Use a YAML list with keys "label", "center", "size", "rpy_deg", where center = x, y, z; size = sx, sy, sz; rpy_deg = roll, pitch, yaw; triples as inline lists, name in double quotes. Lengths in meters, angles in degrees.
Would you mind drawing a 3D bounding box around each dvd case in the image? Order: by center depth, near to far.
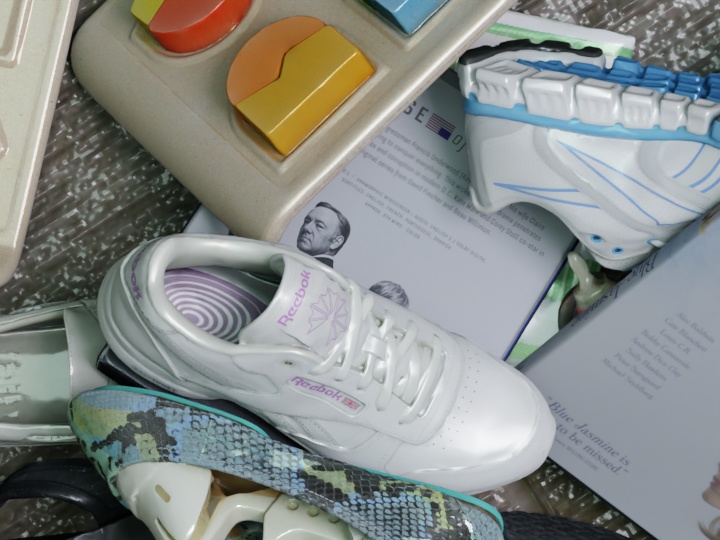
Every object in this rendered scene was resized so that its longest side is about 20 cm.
- label: "dvd case"
  center: [0.162, 0.050, 1.182]
  size: [0.143, 0.200, 0.018]
  rpy_deg: [37, 44, -10]
- label: "dvd case"
  center: [0.000, 0.000, 1.227]
  size: [0.150, 0.025, 0.200]
  rpy_deg: [33, 72, -1]

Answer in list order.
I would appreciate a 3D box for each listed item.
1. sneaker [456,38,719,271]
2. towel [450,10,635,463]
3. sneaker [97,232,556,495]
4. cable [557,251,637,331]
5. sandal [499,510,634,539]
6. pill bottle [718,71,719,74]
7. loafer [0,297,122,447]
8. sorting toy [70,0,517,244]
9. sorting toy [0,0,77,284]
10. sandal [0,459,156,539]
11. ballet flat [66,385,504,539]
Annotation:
- label: "sneaker"
  center: [0.135, -0.039, 1.170]
  size: [0.200, 0.075, 0.087]
  rpy_deg: [12, 113, 22]
- label: "towel"
  center: [0.038, -0.023, 1.276]
  size: [0.152, 0.023, 0.200]
  rpy_deg: [11, 88, -1]
- label: "sneaker"
  center: [-0.011, 0.040, 1.152]
  size: [0.200, 0.100, 0.075]
  rpy_deg: [20, 72, -7]
- label: "cable"
  center: [0.146, 0.070, 1.245]
  size: [0.097, 0.050, 0.200]
  rpy_deg: [-14, 104, 25]
- label: "sandal"
  center: [0.145, 0.166, 1.249]
  size: [0.200, 0.075, 0.048]
  rpy_deg: [24, 106, 0]
- label: "pill bottle"
  center: [0.227, -0.014, 1.233]
  size: [0.113, 0.113, 0.200]
  rpy_deg: [-43, 88, -2]
- label: "loafer"
  center: [-0.115, 0.046, 1.239]
  size: [0.200, 0.070, 0.070]
  rpy_deg: [-10, 83, 4]
- label: "sorting toy"
  center: [-0.025, -0.125, 1.217]
  size: [0.200, 0.036, 0.185]
  rpy_deg: [-47, 46, 0]
- label: "sorting toy"
  center: [-0.226, -0.105, 1.266]
  size: [0.185, 0.036, 0.200]
  rpy_deg: [13, 83, 0]
- label: "sandal"
  center: [-0.104, 0.103, 1.242]
  size: [0.200, 0.075, 0.048]
  rpy_deg: [-9, 85, -10]
- label: "ballet flat"
  center: [-0.041, 0.101, 1.149]
  size: [0.200, 0.074, 0.074]
  rpy_deg: [14, 88, 19]
